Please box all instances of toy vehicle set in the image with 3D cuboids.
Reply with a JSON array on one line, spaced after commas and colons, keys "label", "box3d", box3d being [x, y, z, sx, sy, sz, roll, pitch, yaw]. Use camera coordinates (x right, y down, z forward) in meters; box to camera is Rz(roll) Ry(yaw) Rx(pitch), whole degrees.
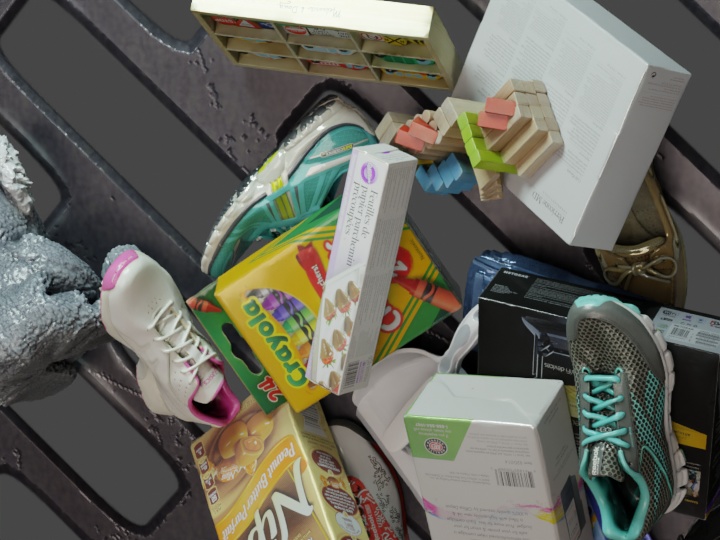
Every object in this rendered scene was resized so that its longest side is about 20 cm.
[{"label": "toy vehicle set", "box3d": [-0.025, -0.187, 1.688, 0.198, 0.124, 0.027, 8, 77, 17]}]

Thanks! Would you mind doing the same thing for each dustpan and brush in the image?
[{"label": "dustpan and brush", "box3d": [0.065, 0.098, 1.738, 0.140, 0.057, 0.200, 52, 121, 28]}]

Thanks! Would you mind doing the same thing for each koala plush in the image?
[{"label": "koala plush", "box3d": [-0.305, -0.004, 1.819, 0.177, 0.183, 0.201, -36, 80, 23]}]

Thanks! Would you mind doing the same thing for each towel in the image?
[{"label": "towel", "box3d": [0.178, 0.058, 1.707, 0.198, 0.049, 0.112, 19, 135, 16]}]

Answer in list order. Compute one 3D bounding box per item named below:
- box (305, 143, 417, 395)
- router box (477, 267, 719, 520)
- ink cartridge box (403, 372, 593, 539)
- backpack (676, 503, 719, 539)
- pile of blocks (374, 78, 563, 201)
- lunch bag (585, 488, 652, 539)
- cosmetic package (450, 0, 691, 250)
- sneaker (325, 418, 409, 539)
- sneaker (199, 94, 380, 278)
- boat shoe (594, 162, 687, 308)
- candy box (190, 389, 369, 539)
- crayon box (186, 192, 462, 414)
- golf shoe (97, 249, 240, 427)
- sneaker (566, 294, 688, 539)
[{"label": "box", "box3d": [0.000, 0.000, 1.669, 0.039, 0.041, 0.202, 26, 115, 33]}, {"label": "router box", "box3d": [0.190, 0.096, 1.651, 0.198, 0.052, 0.158, 14, 125, 22]}, {"label": "ink cartridge box", "box3d": [0.115, 0.185, 1.673, 0.116, 0.067, 0.202, 3, 121, 27]}, {"label": "backpack", "box3d": [0.370, 0.215, 1.641, 0.150, 0.178, 0.200, 37, 110, -19]}, {"label": "pile of blocks", "box3d": [0.070, -0.095, 1.639, 0.199, 0.062, 0.083, -13, 75, 54]}, {"label": "lunch bag", "box3d": [0.140, 0.201, 1.767, 0.150, 0.094, 0.201, -28, 83, 25]}, {"label": "cosmetic package", "box3d": [0.153, -0.131, 1.621, 0.200, 0.051, 0.152, 48, 121, 47]}, {"label": "sneaker", "box3d": [-0.002, 0.234, 1.804, 0.067, 0.108, 0.203, -16, 99, 22]}, {"label": "sneaker", "box3d": [-0.062, -0.056, 1.766, 0.080, 0.078, 0.200, 43, 114, -7]}, {"label": "boat shoe", "box3d": [0.214, -0.043, 1.676, 0.072, 0.063, 0.203, -5, 107, 18]}, {"label": "candy box", "box3d": [-0.066, 0.203, 1.788, 0.115, 0.055, 0.201, -40, 51, 24]}, {"label": "crayon box", "box3d": [-0.031, 0.027, 1.739, 0.199, 0.051, 0.127, -34, 103, 8]}, {"label": "golf shoe", "box3d": [-0.156, 0.060, 1.773, 0.091, 0.075, 0.201, 24, 153, 32]}, {"label": "sneaker", "box3d": [0.194, 0.116, 1.568, 0.077, 0.091, 0.201, -6, 116, 31]}]
